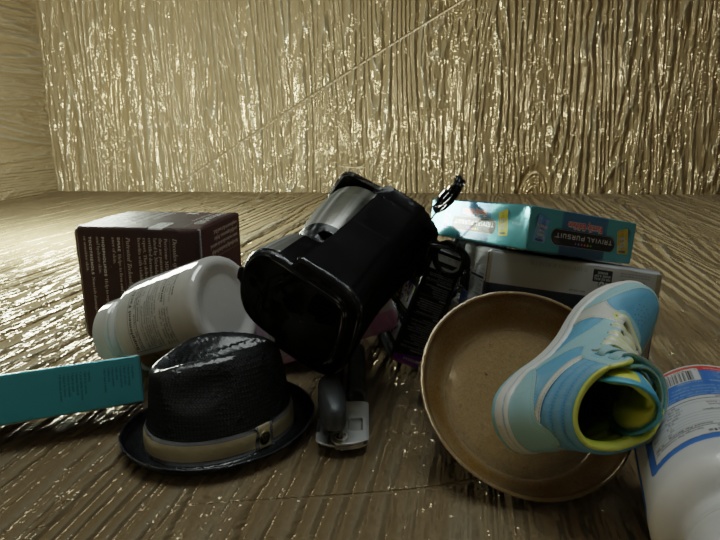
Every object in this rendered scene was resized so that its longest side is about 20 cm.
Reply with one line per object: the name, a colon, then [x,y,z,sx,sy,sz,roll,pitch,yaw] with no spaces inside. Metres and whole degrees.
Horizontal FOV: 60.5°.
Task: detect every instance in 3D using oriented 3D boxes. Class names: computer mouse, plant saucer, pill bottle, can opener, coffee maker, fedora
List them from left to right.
pill bottle: [-0.230,0.061,0.750,0.196,0.117,0.114,-15,4,31]
fedora: [-0.143,0.117,0.619,0.194,0.094,0.201,-1,13,0]
can opener: [-0.017,0.119,0.662,0.052,0.069,0.201,0,20,0]
coffee maker: [0.000,0.000,0.651,0.187,0.138,0.200,9,33,24]
computer mouse: [0.069,-0.056,0.749,0.034,0.201,0.059,37,52,0]
plant saucer: [0.149,0.113,0.566,0.194,0.036,0.204,1,53,-2]
pill bottle: [0.248,0.151,0.415,0.109,0.116,0.200,4,15,19]

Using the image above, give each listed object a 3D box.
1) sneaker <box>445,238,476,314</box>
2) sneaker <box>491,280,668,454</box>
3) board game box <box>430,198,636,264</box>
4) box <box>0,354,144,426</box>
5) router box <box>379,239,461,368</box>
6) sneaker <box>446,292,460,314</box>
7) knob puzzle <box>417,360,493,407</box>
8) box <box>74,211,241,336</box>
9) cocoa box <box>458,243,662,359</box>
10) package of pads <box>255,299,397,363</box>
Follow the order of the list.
sneaker: [0.151,-0.010,0.961,0.076,0.204,0.146,34,8,-4]
sneaker: [0.206,0.074,0.486,0.199,0.080,0.130,-41,6,-21]
board game box: [0.194,-0.049,0.734,0.147,0.048,0.199,6,6,-24]
box: [-0.328,0.127,0.640,0.195,0.051,0.082,-6,-6,-21]
router box: [0.071,0.027,0.856,0.050,0.153,0.200,19,10,-11]
sneaker: [0.188,0.068,0.859,0.087,0.083,0.198,21,24,35]
knob puzzle: [0.158,0.130,0.680,0.213,0.031,0.220,8,7,-1]
box: [-0.303,0.002,0.959,0.194,0.169,0.166,1,13,8]
cocoa box: [0.220,0.050,0.721,0.194,0.135,0.133,8,5,-1]
package of pads: [-0.053,0.054,0.817,0.195,0.077,0.121,-18,18,1]
